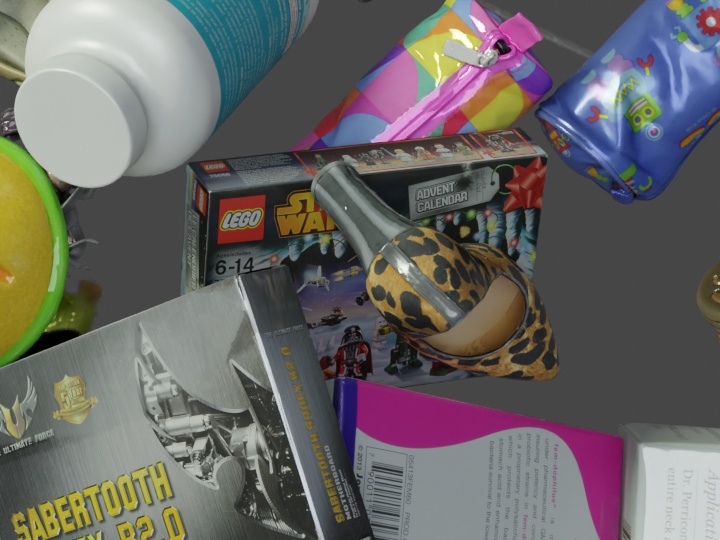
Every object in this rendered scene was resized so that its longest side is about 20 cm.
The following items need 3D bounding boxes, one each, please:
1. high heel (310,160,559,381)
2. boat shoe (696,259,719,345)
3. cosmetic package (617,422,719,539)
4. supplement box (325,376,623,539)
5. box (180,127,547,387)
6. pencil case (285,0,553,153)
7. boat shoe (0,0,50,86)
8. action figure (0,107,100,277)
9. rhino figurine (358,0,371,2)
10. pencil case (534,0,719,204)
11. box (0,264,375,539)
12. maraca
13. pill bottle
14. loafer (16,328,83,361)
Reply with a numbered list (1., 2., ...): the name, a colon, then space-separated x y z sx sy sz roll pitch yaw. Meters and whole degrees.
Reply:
1. high heel: 0.063 0.032 1.442 0.071 0.143 0.200 -47 127 5
2. boat shoe: 0.282 -0.011 1.561 0.199 0.072 0.068 -34 122 -7
3. cosmetic package: 0.238 0.175 1.504 0.198 0.166 0.169 4 90 2
4. supplement box: 0.036 0.126 1.476 0.199 0.103 0.102 14 74 -35
5. box: 0.000 0.000 1.508 0.199 0.040 0.138 -7 119 -22
6. pencil case: 0.017 -0.072 1.550 0.200 0.088 0.088 -44 89 2
7. boat shoe: -0.206 -0.146 1.565 0.200 0.063 0.073 37 90 1
8. action figure: -0.223 -0.068 1.539 0.200 0.069 0.130 45 110 -9
9. rhino figurine: -0.032 -0.226 1.566 0.200 0.060 0.088 43 93 0
10. pencil case: 0.193 -0.123 1.551 0.200 0.078 0.087 -43 75 1
11. box: -0.099 0.102 1.389 0.199 0.048 0.160 -20 86 33
12. maraca: -0.242 -0.001 1.481 0.199 0.107 0.138 -15 81 24
13. pill bottle: -0.107 -0.124 1.482 0.110 0.200 0.111 13 127 19
14. loafer: -0.168 0.060 1.514 0.073 0.199 0.072 -46 123 -38
